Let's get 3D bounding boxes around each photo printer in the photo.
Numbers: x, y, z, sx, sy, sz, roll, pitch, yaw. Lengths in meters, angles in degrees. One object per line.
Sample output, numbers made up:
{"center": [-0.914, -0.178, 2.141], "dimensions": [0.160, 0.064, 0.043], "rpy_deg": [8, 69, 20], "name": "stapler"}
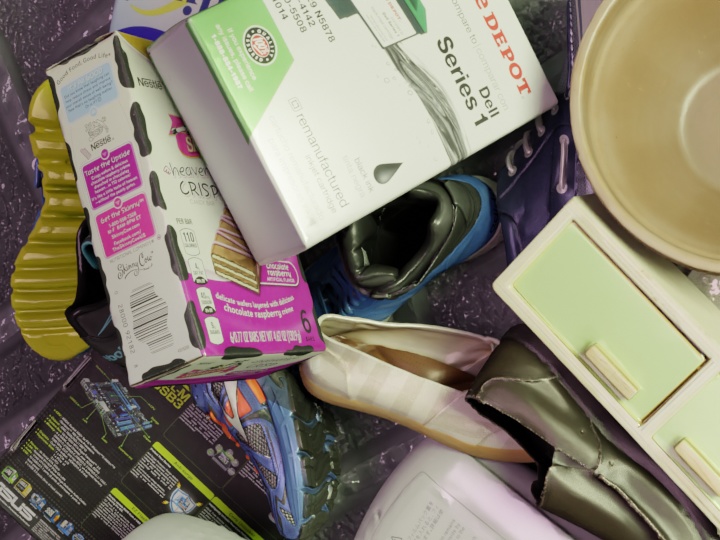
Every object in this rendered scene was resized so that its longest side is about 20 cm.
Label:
{"center": [0.085, 0.210, 0.912], "dimensions": [0.200, 0.069, 0.167], "rpy_deg": [36, 106, 26], "name": "photo printer"}

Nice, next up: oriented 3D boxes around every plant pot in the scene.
{"center": [0.226, -0.091, 0.814], "dimensions": [0.200, 0.093, 0.202], "rpy_deg": [-2, 81, 16], "name": "plant pot"}

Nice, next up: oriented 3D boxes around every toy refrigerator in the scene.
{"center": [0.175, 0.052, 0.813], "dimensions": [0.200, 0.070, 0.076], "rpy_deg": [48, 113, 13], "name": "toy refrigerator"}

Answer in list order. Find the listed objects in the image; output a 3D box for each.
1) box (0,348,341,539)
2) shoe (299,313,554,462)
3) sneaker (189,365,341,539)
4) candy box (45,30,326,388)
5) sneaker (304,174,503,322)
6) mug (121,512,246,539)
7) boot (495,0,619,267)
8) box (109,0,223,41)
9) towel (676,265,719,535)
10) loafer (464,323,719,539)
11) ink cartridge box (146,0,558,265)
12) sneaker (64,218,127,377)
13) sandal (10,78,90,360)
{"center": [-0.149, 0.156, 1.023], "dimensions": [0.200, 0.048, 0.193], "rpy_deg": [42, 109, -1], "name": "box"}
{"center": [0.058, 0.072, 0.900], "dimensions": [0.199, 0.070, 0.054], "rpy_deg": [13, 131, 6], "name": "shoe"}
{"center": [-0.072, 0.088, 0.947], "dimensions": [0.078, 0.075, 0.201], "rpy_deg": [-24, 76, 19], "name": "sneaker"}
{"center": [-0.103, -0.034, 0.854], "dimensions": [0.061, 0.136, 0.201], "rpy_deg": [-23, 78, 27], "name": "candy box"}
{"center": [0.000, -0.001, 0.942], "dimensions": [0.200, 0.111, 0.077], "rpy_deg": [-31, 74, 26], "name": "sneaker"}
{"center": [-0.103, 0.270, 0.953], "dimensions": [0.175, 0.147, 0.200], "rpy_deg": [42, 144, 19], "name": "mug"}
{"center": [0.127, -0.084, 0.892], "dimensions": [0.090, 0.073, 0.201], "rpy_deg": [-6, 87, 24], "name": "boot"}
{"center": [-0.061, -0.213, 0.969], "dimensions": [0.183, 0.105, 0.201], "rpy_deg": [16, 98, 29], "name": "box"}
{"center": [0.231, 0.094, 0.853], "dimensions": [0.133, 0.034, 0.200], "rpy_deg": [-46, 69, 21], "name": "towel"}
{"center": [0.135, 0.127, 0.838], "dimensions": [0.071, 0.073, 0.200], "rpy_deg": [-36, 74, -17], "name": "loafer"}
{"center": [-0.001, -0.115, 0.835], "dimensions": [0.147, 0.200, 0.084], "rpy_deg": [62, 155, -7], "name": "ink cartridge box"}
{"center": [-0.139, -0.031, 0.934], "dimensions": [0.075, 0.079, 0.201], "rpy_deg": [-15, 55, 43], "name": "sneaker"}
{"center": [-0.201, -0.036, 0.997], "dimensions": [0.079, 0.087, 0.201], "rpy_deg": [8, 90, -5], "name": "sandal"}
